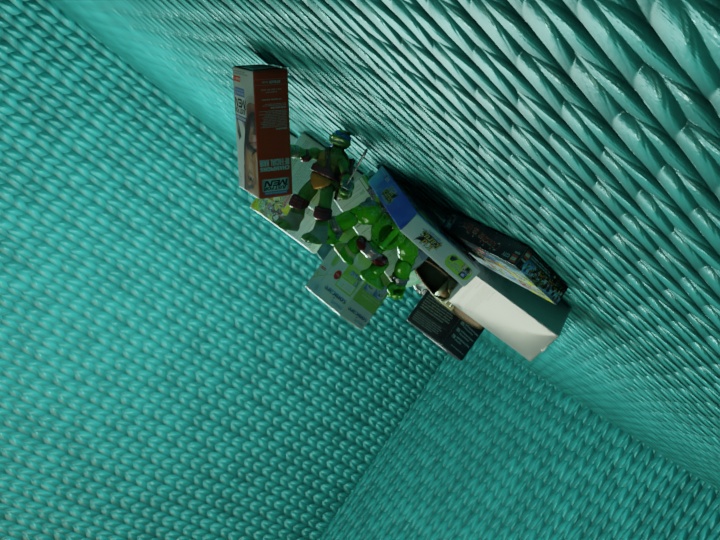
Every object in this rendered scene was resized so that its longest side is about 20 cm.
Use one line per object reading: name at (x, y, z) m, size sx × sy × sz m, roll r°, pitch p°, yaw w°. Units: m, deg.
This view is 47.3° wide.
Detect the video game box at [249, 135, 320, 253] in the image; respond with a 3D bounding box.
video game box at (-0.120, -0.170, 1.860) m, size 0.182 × 0.201 × 0.047 m, roll 36°, pitch 180°, yaw 4°

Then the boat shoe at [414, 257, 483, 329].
boat shoe at (0.175, 0.040, 1.640) m, size 0.200 × 0.076 × 0.074 m, roll 45°, pitch -152°, yaw 14°

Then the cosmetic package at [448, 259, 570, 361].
cosmetic package at (0.281, 0.066, 1.561) m, size 0.199 × 0.085 × 0.108 m, roll 36°, pitch 138°, yaw -2°

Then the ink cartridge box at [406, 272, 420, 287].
ink cartridge box at (0.105, -0.048, 1.890) m, size 0.200 × 0.050 × 0.160 m, roll 36°, pitch 142°, yaw -31°

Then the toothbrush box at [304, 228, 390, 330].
toothbrush box at (0.000, 0.000, 1.739) m, size 0.086 × 0.201 × 0.145 m, roll 36°, pitch 180°, yaw -43°

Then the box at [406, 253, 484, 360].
box at (0.215, 0.072, 1.762) m, size 0.104 × 0.201 × 0.148 m, roll 34°, pitch 177°, yaw 31°

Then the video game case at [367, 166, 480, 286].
video game case at (0.111, -0.081, 1.470) m, size 0.181 × 0.045 × 0.200 m, roll 40°, pitch -168°, yaw -32°

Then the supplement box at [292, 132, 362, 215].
supplement box at (-0.079, -0.189, 1.799) m, size 0.199 × 0.126 × 0.074 m, roll 36°, pitch 180°, yaw 5°

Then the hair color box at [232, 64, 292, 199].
hair color box at (-0.160, -0.228, 1.340) m, size 0.063 × 0.202 × 0.111 m, roll -10°, pitch -160°, yaw -24°

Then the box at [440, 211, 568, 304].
box at (0.242, -0.023, 1.396) m, size 0.136 × 0.038 × 0.200 m, roll 38°, pitch 178°, yaw -38°

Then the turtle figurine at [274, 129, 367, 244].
turtle figurine at (-0.084, -0.151, 1.396) m, size 0.143 × 0.195 × 0.200 m, roll 19°, pitch -168°, yaw -6°

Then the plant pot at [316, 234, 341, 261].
plant pot at (-0.010, -0.111, 1.987) m, size 0.200 × 0.200 × 0.135 m, roll 37°, pitch -144°, yaw -29°

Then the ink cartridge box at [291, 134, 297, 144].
ink cartridge box at (-0.117, -0.264, 2.000) m, size 0.199 × 0.048 × 0.160 m, roll 31°, pitch 177°, yaw 3°

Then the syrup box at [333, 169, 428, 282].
syrup box at (0.043, -0.084, 1.567) m, size 0.201 × 0.081 × 0.079 m, roll 54°, pitch -159°, yaw -2°

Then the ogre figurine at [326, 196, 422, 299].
ogre figurine at (0.030, -0.045, 1.483) m, size 0.200 × 0.120 × 0.098 m, roll 47°, pitch -162°, yaw 4°

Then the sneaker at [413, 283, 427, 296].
sneaker at (0.229, 0.003, 1.978) m, size 0.199 × 0.115 × 0.076 m, roll -4°, pitch 116°, yaw 41°
